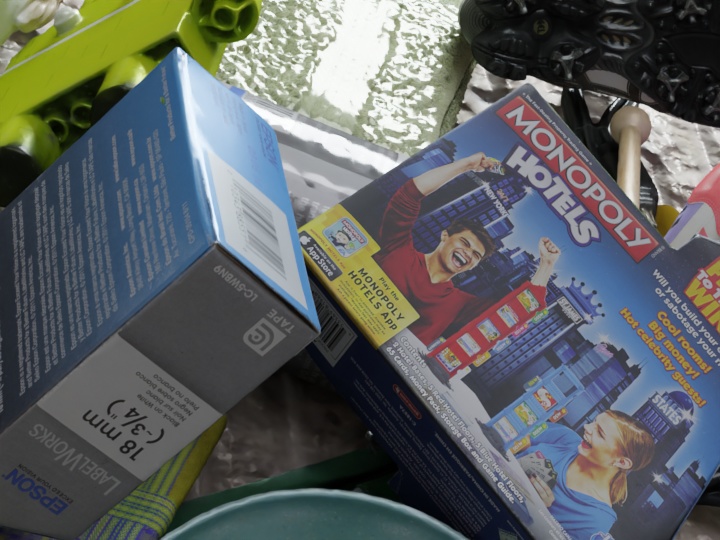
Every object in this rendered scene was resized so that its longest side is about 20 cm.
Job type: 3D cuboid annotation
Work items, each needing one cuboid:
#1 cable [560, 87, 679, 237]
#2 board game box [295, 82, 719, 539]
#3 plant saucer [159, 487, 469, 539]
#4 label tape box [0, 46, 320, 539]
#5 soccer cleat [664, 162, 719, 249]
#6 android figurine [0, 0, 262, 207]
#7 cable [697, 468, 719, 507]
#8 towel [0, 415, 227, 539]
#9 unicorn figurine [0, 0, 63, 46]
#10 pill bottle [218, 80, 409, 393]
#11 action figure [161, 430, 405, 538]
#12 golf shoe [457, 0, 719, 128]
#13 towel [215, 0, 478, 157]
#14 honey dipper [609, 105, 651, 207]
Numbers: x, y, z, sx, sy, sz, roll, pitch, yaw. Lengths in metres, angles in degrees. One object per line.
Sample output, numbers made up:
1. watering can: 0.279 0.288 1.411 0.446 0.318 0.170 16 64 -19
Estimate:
1. cable: 0.125 -0.051 1.195 0.096 0.051 0.200 0 31 -8
2. board game box: 0.091 0.030 0.918 0.199 0.062 0.200 -33 78 -34
3. plant saucer: -0.014 0.182 0.819 0.199 0.036 0.201 6 62 -11
4. label tape box: -0.115 0.027 0.868 0.063 0.200 0.145 39 20 -31
5. soccer cleat: 0.224 -0.002 1.131 0.200 0.076 0.067 28 25 -50
6. android figurine: -0.120 -0.099 1.032 0.041 0.181 0.200 57 20 -22
7. cable: 0.147 0.146 0.972 0.163 0.051 0.200 39 39 11
8. towel: -0.149 0.095 0.881 0.143 0.023 0.200 16 38 9
9. unicorn figurine: -0.199 -0.136 1.062 0.137 0.200 0.074 -28 84 -25
10. pill bottle: 0.000 0.000 1.005 0.199 0.114 0.114 22 39 -1
11. action figure: 0.025 0.103 0.919 0.199 0.055 0.118 -25 70 -26
12. golf shoe: 0.148 -0.130 1.204 0.199 0.078 0.094 13 9 -14
13. towel: -0.009 -0.117 1.191 0.148 0.037 0.200 21 40 -1
14. honey dipper: 0.134 -0.030 1.089 0.038 0.038 0.200 21 30 -3
